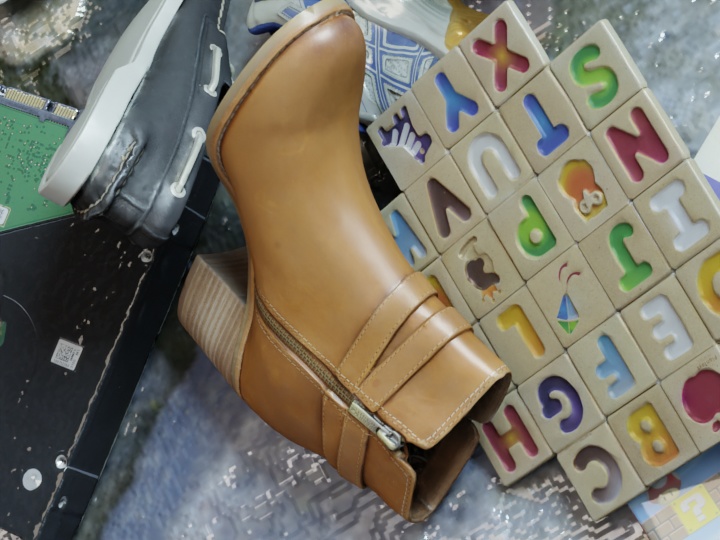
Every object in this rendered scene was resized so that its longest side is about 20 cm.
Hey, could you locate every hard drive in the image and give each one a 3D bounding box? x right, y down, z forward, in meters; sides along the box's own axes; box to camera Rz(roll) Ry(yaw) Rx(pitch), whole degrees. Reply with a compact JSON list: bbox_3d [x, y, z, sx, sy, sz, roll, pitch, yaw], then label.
[{"bbox_3d":[-0.164,0.018,1.011,0.140,0.038,0.200,18,84,26],"label":"hard drive"}]

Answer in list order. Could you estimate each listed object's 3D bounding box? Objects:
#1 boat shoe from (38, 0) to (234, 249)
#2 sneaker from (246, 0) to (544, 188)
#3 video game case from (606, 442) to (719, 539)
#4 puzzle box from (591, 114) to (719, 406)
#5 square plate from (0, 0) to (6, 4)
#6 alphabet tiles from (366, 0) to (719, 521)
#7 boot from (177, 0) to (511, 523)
[{"bbox_3d":[-0.088,-0.081,0.958,0.060,0.200,0.074,35,121,-12],"label":"boat shoe"},{"bbox_3d":[0.027,-0.084,0.949,0.088,0.075,0.200,-52,58,20],"label":"sneaker"},{"bbox_3d":[0.208,0.123,0.834,0.143,0.017,0.200,-35,65,11],"label":"video game case"},{"bbox_3d":[0.209,0.016,0.839,0.200,0.025,0.133,31,90,28],"label":"puzzle box"},{"bbox_3d":[-0.136,-0.256,1.080,0.198,0.028,0.200,-26,67,14],"label":"square plate"},{"bbox_3d":[0.081,-0.003,0.871,0.166,0.006,0.200,-40,75,40],"label":"alphabet tiles"},{"bbox_3d":[0.000,0.000,0.886,0.155,0.077,0.200,41,125,27],"label":"boot"}]
